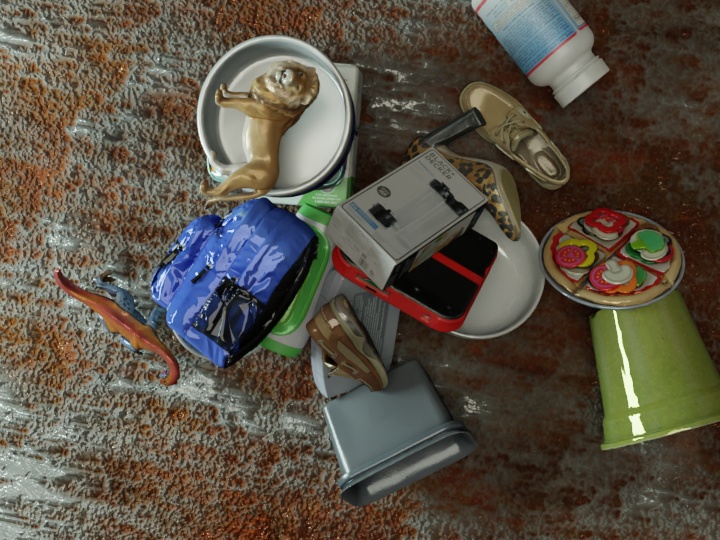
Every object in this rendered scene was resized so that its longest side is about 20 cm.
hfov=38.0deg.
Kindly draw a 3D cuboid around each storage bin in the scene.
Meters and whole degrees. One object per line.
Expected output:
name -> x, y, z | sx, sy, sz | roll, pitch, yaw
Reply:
storage bin -> 0.049, 0.228, 1.496 | 0.198, 0.146, 0.135 | -27, 63, 5

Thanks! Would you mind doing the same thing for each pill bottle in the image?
pill bottle -> 0.254, -0.332, 1.461 | 0.108, 0.109, 0.201 | -38, 89, 5

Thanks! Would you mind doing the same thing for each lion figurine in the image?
lion figurine -> -0.123, -0.161, 1.284 | 0.121, 0.073, 0.202 | 11, 106, -2

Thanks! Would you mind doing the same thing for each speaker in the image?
speaker -> -0.083, 0.014, 1.448 | 0.088, 0.088, 0.202 | 23, 94, 3

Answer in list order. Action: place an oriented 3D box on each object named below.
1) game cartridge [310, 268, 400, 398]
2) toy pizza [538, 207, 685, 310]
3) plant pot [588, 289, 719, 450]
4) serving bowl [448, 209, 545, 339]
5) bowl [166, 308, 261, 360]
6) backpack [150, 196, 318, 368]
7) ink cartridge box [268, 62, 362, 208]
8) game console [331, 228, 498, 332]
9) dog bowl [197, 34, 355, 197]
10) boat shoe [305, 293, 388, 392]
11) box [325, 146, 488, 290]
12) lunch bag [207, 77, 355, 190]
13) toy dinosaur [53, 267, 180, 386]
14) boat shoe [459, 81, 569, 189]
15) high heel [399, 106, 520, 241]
game cartridge -> -0.006, 0.078, 1.462 | 0.040, 0.132, 0.202 | 35, 128, 40
toy pizza -> 0.345, -0.024, 1.438 | 0.198, 0.201, 0.032 | -2, 133, 4
plant pot -> 0.402, 0.131, 1.441 | 0.198, 0.200, 0.186 | -17, 79, 5
serving bowl -> 0.160, 0.007, 1.489 | 0.197, 0.066, 0.203 | 1, 72, -2
bowl -> -0.201, 0.016, 1.487 | 0.199, 0.105, 0.203 | -13, 114, -31
backpack -> -0.156, -0.001, 1.330 | 0.167, 0.163, 0.201 | 39, 94, -5
ink cartridge box -> -0.075, -0.194, 1.503 | 0.145, 0.083, 0.203 | 6, 93, 5
game console -> 0.075, -0.021, 1.418 | 0.199, 0.177, 0.031 | 30, 139, 3
dog bowl -> -0.106, -0.195, 1.347 | 0.197, 0.079, 0.203 | 0, 91, 5
boat shoe -> -0.019, 0.106, 1.399 | 0.071, 0.201, 0.076 | -28, 48, 1
box -> 0.064, -0.073, 1.395 | 0.199, 0.060, 0.117 | -32, 70, -37
lunch bag -> -0.107, -0.192, 1.426 | 0.197, 0.077, 0.163 | 2, 91, 6
toy dinosaur -> -0.336, 0.093, 1.508 | 0.181, 0.199, 0.106 | 45, 113, 32
boat shoe -> 0.223, -0.195, 1.490 | 0.072, 0.065, 0.200 | -44, 88, 4
high heel -> 0.142, -0.112, 1.482 | 0.142, 0.071, 0.202 | -28, 76, 27
